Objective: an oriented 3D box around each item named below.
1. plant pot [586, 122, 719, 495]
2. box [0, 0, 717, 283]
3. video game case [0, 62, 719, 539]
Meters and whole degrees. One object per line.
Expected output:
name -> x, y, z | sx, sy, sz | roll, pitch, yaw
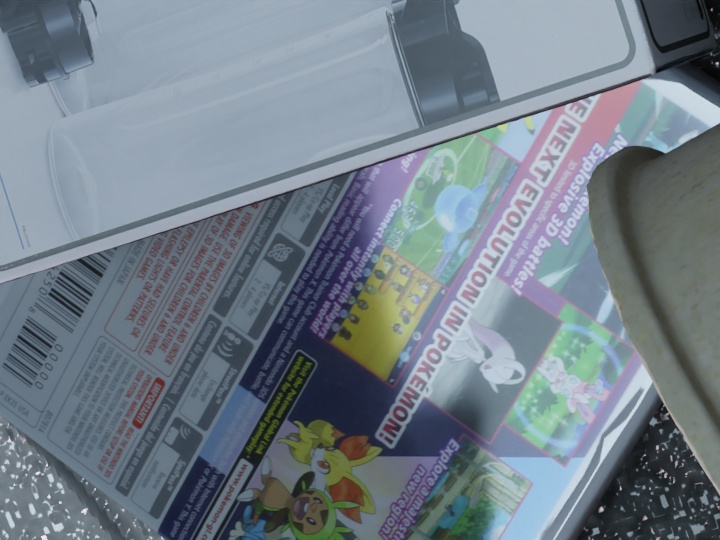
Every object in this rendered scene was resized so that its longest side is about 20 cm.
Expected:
plant pot -> 0.184, 0.000, 0.617 | 0.183, 0.200, 0.201 | -38, 86, 18
box -> -0.021, -0.080, 0.727 | 0.199, 0.060, 0.117 | -16, 93, 24
video game case -> 0.000, 0.000, 0.778 | 0.182, 0.023, 0.201 | 35, 110, 14
